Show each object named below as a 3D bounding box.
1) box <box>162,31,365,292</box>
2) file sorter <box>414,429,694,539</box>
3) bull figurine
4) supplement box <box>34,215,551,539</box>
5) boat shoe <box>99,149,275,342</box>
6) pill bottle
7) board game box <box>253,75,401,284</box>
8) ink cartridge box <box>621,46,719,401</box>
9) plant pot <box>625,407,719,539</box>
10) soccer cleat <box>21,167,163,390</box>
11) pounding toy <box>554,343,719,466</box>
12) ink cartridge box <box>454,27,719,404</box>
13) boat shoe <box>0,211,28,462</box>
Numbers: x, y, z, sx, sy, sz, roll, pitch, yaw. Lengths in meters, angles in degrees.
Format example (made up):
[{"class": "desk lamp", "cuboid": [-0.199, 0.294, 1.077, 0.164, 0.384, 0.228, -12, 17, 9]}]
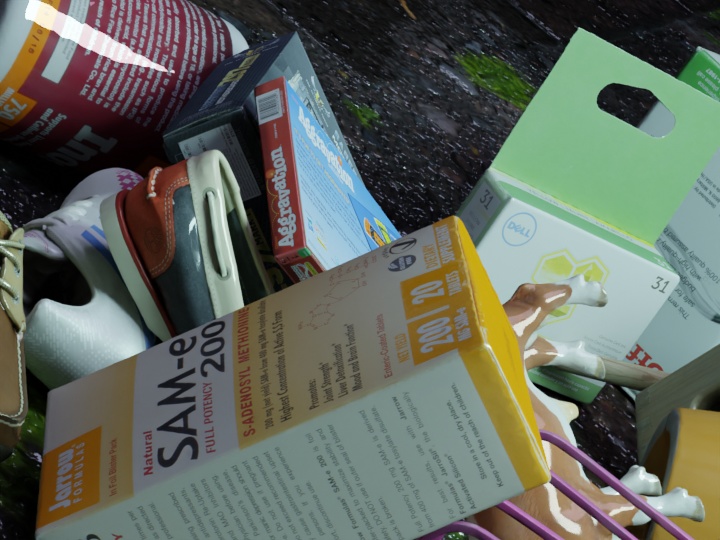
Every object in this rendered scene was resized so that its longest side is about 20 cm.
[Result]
[{"class": "box", "cuboid": [-0.027, -0.009, 1.375, 0.158, 0.051, 0.201, -64, 133, -69]}, {"class": "file sorter", "cuboid": [0.061, 0.168, 1.128, 0.125, 0.139, 0.200, 37, 19, 5]}, {"class": "bull figurine", "cuboid": [0.090, 0.101, 1.295, 0.201, 0.121, 0.065, 68, -20, 4]}, {"class": "supplement box", "cuboid": [-0.031, 0.068, 1.102, 0.126, 0.199, 0.074, -100, 164, -64]}, {"class": "boat shoe", "cuboid": [-0.050, 0.041, 1.242, 0.201, 0.062, 0.071, 63, 14, -11]}, {"class": "pill bottle", "cuboid": [-0.132, -0.104, 1.457, 0.199, 0.113, 0.113, 24, 23, -31]}, {"class": "board game box", "cuboid": [0.000, 0.000, 1.322, 0.200, 0.019, 0.104, 52, 25, -51]}, {"class": "ink cartridge box", "cuboid": [0.224, -0.020, 1.745, 0.147, 0.200, 0.083, 47, 19, 26]}, {"class": "plant pot", "cuboid": [0.229, 0.160, 1.384, 0.182, 0.201, 0.200, 20, 21, -2]}, {"class": "soccer cleat", "cuboid": [-0.136, -0.007, 1.285, 0.086, 0.070, 0.200, 37, 19, -25]}, {"class": "pounding toy", "cuboid": [0.246, 0.097, 1.565, 0.183, 0.200, 0.143, 26, 48, -31]}, {"class": "ink cartridge box", "cuboid": [0.135, -0.029, 1.608, 0.145, 0.201, 0.048, 23, 20, -33]}, {"class": "boat shoe", "cuboid": [-0.186, 0.001, 1.181, 0.075, 0.074, 0.200, 21, 24, -35]}]
